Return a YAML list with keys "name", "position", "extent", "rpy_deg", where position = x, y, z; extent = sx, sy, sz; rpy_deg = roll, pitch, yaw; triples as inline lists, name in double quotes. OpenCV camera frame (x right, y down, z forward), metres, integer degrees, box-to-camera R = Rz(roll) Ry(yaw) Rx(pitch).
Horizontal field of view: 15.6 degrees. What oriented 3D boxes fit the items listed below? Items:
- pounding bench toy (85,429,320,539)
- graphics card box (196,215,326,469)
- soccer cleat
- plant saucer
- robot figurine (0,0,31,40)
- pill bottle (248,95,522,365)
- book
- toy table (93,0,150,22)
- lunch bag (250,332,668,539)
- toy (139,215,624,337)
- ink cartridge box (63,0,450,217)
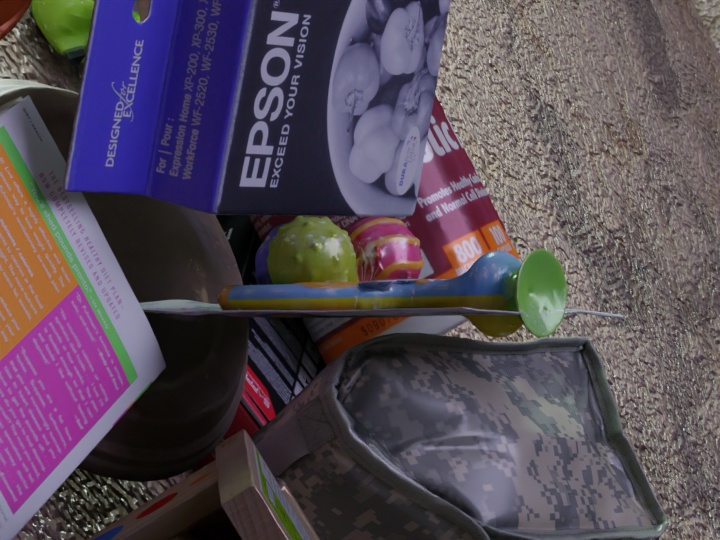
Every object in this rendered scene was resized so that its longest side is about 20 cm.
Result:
- name: "pounding bench toy"
  position: [-0.076, 0.155, 0.971]
  extent: [0.125, 0.156, 0.200]
  rpy_deg: [59, -1, -7]
- name: "graphics card box"
  position: [-0.043, 0.051, 1.342]
  extent: [0.126, 0.051, 0.200]
  rpy_deg: [54, 22, -21]
- name: "soccer cleat"
  position: [-0.109, -0.129, 1.401]
  extent: [0.200, 0.067, 0.081]
  rpy_deg: [27, 31, -58]
- name: "plant saucer"
  position: [-0.120, -0.002, 1.171]
  extent: [0.200, 0.029, 0.201]
  rpy_deg: [32, 41, -33]
- name: "robot figurine"
  position: [-0.178, -0.157, 1.069]
  extent: [0.117, 0.143, 0.200]
  rpy_deg: [61, -27, 13]
- name: "pill bottle"
  position: [-0.007, -0.055, 1.328]
  extent: [0.201, 0.114, 0.114]
  rpy_deg: [62, 19, 2]
- name: "book"
  position: [-0.158, 0.033, 1.022]
  extent: [0.134, 0.048, 0.200]
  rpy_deg: [59, 32, -12]
- name: "toy table"
  position: [-0.080, -0.176, 1.181]
  extent: [0.199, 0.117, 0.185]
  rpy_deg: [10, 96, -43]
- name: "lunch bag"
  position: [0.006, 0.108, 1.148]
  extent: [0.199, 0.164, 0.118]
  rpy_deg: [4, 57, -46]
- name: "toy"
  position: [0.000, 0.000, 1.119]
  extent: [0.115, 0.199, 0.048]
  rpy_deg: [3, 91, -51]
- name: "ink cartridge box"
  position: [-0.031, -0.123, 1.112]
  extent: [0.200, 0.043, 0.199]
  rpy_deg: [-2, 104, -52]
